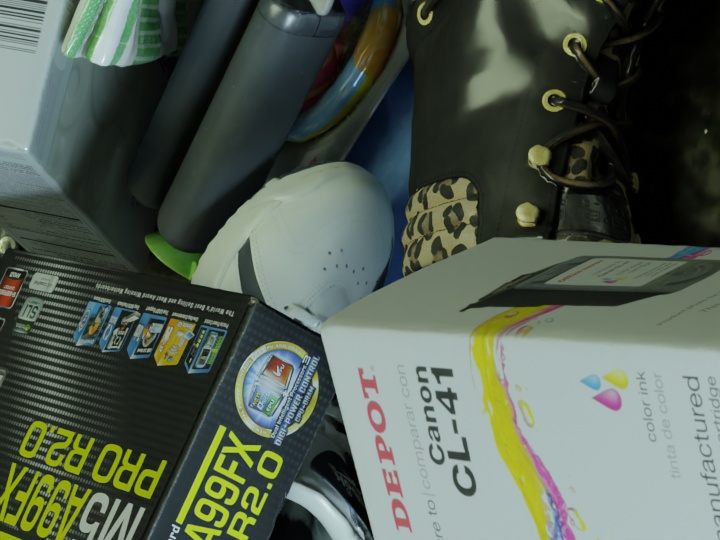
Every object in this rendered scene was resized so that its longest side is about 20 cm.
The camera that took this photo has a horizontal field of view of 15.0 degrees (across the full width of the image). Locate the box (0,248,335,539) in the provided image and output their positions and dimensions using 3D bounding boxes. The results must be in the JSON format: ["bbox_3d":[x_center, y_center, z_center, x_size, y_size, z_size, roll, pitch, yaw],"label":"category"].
[{"bbox_3d":[-0.101,0.079,0.945,0.200,0.044,0.160,10,72,58],"label":"box"}]

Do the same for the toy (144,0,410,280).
[{"bbox_3d":[-0.031,-0.084,1.078,0.200,0.047,0.115,-61,31,19],"label":"toy"}]

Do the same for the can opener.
[{"bbox_3d":[-0.045,-0.095,0.987,0.053,0.067,0.200,53,129,36],"label":"can opener"}]

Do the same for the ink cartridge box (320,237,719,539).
[{"bbox_3d":[0.092,0.073,0.807,0.200,0.086,0.148,1,109,51],"label":"ink cartridge box"}]

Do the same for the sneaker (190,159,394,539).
[{"bbox_3d":[-0.017,0.058,0.965,0.130,0.079,0.199,16,67,50],"label":"sneaker"}]

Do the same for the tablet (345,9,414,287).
[{"bbox_3d":[0.000,0.000,1.055,0.200,0.014,0.130,-59,40,21],"label":"tablet"}]

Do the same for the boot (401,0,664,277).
[{"bbox_3d":[0.082,-0.076,0.917,0.200,0.073,0.151,-11,70,44],"label":"boot"}]

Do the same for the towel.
[{"bbox_3d":[-0.054,-0.149,1.061,0.023,0.200,0.153,24,100,8],"label":"towel"}]

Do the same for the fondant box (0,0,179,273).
[{"bbox_3d":[-0.117,-0.093,1.089,0.058,0.200,0.144,10,79,9],"label":"fondant box"}]

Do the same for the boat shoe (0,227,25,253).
[{"bbox_3d":[-0.151,-0.040,1.232,0.064,0.071,0.200,2,69,20],"label":"boat shoe"}]
